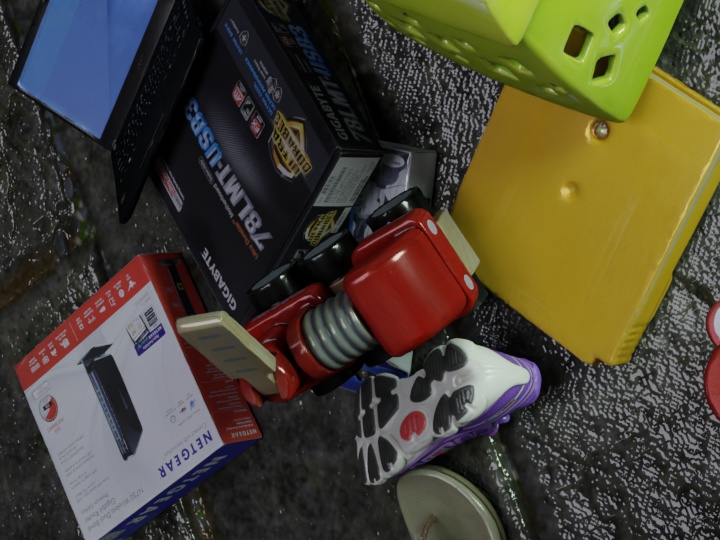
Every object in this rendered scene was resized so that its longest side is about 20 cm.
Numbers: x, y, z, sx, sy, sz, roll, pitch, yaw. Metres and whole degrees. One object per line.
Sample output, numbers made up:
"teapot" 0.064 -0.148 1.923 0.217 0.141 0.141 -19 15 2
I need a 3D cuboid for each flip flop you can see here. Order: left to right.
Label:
"flip flop" 0.069 0.242 1.339 0.081 0.057 0.201 -16 83 39

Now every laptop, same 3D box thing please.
"laptop" -0.215 -0.172 1.510 0.178 0.103 0.200 -63 23 25

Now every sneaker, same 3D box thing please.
"sneaker" 0.060 0.110 1.331 0.200 0.083 0.081 -29 60 53

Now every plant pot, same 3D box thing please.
"plant pot" 0.096 -0.232 1.178 0.199 0.181 0.200 26 96 34

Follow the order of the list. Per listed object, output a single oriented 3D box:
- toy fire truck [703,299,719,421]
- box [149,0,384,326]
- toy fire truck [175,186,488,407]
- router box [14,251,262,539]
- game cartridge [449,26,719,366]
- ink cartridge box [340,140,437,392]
"toy fire truck" 0.312 0.078 1.107 0.167 0.112 0.201 -34 71 11
"box" -0.081 -0.087 1.414 0.199 0.049 0.201 -56 49 34
"toy fire truck" -0.026 0.031 1.250 0.175 0.200 0.129 -30 101 25
"router box" -0.194 0.111 1.555 0.200 0.049 0.180 -39 69 35
"game cartridge" 0.155 -0.056 1.266 0.176 0.032 0.201 39 119 31
"ink cartridge box" 0.000 0.000 1.392 0.099 0.039 0.202 13 102 38
